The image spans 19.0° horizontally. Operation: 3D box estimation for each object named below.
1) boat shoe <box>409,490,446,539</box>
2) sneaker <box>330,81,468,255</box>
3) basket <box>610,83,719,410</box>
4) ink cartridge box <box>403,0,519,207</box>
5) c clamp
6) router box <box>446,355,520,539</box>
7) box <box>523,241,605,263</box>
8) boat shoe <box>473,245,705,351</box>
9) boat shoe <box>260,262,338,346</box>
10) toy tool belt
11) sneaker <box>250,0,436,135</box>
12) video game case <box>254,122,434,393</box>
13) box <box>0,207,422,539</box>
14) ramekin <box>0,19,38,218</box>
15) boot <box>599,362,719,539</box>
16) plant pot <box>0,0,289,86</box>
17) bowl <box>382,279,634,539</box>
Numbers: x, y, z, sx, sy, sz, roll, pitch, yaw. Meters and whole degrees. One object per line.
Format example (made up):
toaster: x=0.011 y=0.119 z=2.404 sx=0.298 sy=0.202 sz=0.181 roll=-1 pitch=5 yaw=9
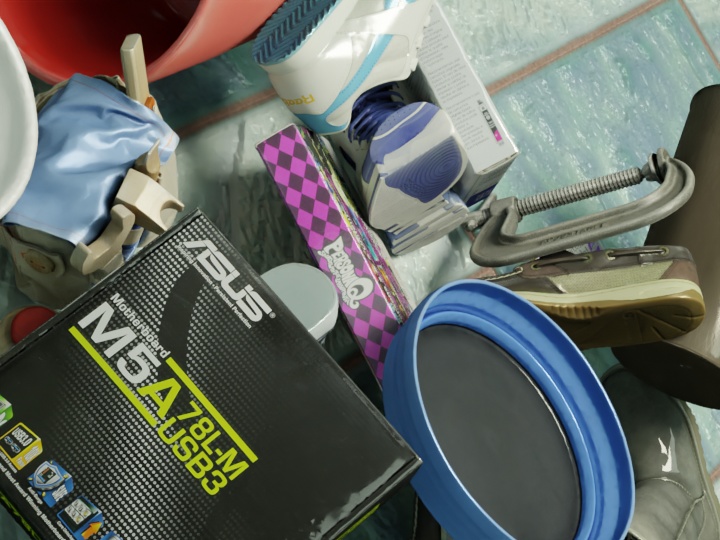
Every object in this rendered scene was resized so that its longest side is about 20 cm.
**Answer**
boat shoe: x=0.048 y=0.217 z=1.421 sx=0.072 sy=0.060 sz=0.202 roll=48 pitch=32 yaw=-54
sneaker: x=0.016 y=-0.088 z=1.523 sx=0.115 sy=0.080 sz=0.199 roll=59 pitch=-4 yaw=14
basket: x=0.279 y=-0.007 z=1.626 sx=0.180 sy=0.136 sz=0.201 roll=46 pitch=64 yaw=-47
ink cartridge box: x=0.047 y=-0.149 z=1.583 sx=0.201 sy=0.043 sz=0.196 roll=64 pitch=-4 yaw=4
c clamp: x=0.158 y=-0.052 z=1.595 sx=0.027 sy=0.199 sz=0.171 roll=69 pitch=27 yaw=-16
router box: x=0.113 y=0.162 z=1.476 sx=0.180 sy=0.049 sz=0.201 roll=59 pitch=25 yaw=-43
box: x=0.130 y=0.017 z=1.664 sx=0.039 sy=0.041 sz=0.200 roll=57 pitch=39 yaw=-2
boat shoe: x=0.146 y=0.019 z=1.551 sx=0.073 sy=0.199 sz=0.065 roll=81 pitch=9 yaw=-51
boat shoe: x=-0.099 y=0.076 z=1.351 sx=0.200 sy=0.091 sz=0.071 roll=-27 pitch=60 yaw=-27
toy tool belt: x=-0.170 y=-0.038 z=1.287 sx=0.124 sy=0.123 sz=0.201 roll=18 pitch=53 yaw=-1
sneaker: x=0.013 y=-0.177 z=1.451 sx=0.200 sy=0.076 sz=0.081 roll=-46 pitch=122 yaw=-21
video game case: x=0.000 y=0.000 z=1.464 sx=0.201 sy=0.036 sz=0.181 roll=62 pitch=5 yaw=3
box: x=-0.100 y=0.097 z=1.201 sx=0.193 sy=0.048 sz=0.200 roll=-38 pitch=78 yaw=-19
ramekin: x=-0.291 y=-0.091 z=1.218 sx=0.200 sy=0.098 sz=0.201 roll=26 pitch=49 yaw=-35
boot: x=0.208 y=0.171 z=1.600 sx=0.182 sy=0.072 sz=0.200 roll=61 pitch=29 yaw=2
plant pot: x=-0.129 y=-0.220 z=1.421 sx=0.177 sy=0.200 sz=0.201 roll=-13 pitch=76 yaw=-61
bowl: x=0.093 y=0.103 z=1.363 sx=0.200 sy=0.039 sz=0.201 roll=30 pitch=43 yaw=-32
